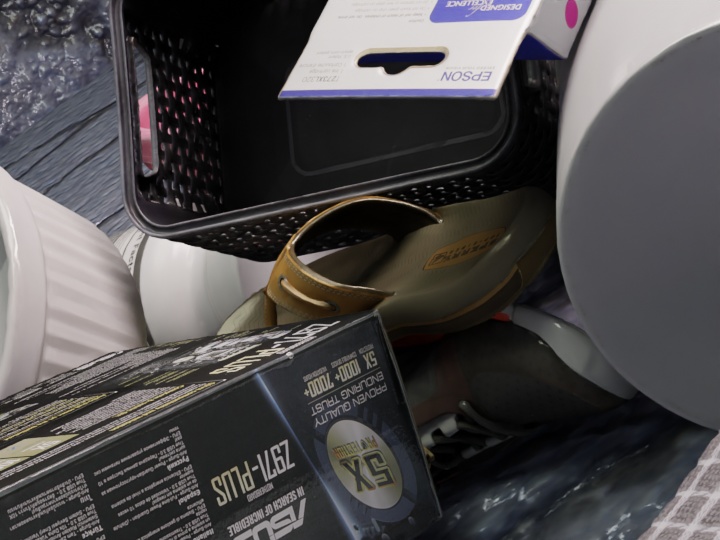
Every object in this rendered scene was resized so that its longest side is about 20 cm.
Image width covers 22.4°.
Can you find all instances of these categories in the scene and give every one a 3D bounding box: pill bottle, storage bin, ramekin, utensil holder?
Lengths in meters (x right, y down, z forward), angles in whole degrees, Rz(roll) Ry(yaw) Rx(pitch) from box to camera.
[{"bbox_3d":[-0.103,0.026,1.039,0.200,0.116,0.116,-19,21,40],"label":"pill bottle"},{"bbox_3d":[-0.005,-0.088,0.833,0.200,0.135,0.094,-11,-12,26],"label":"storage bin"},{"bbox_3d":[-0.187,0.048,0.873,0.202,0.094,0.203,-19,62,41],"label":"ramekin"},{"bbox_3d":[0.152,-0.054,0.677,0.170,0.170,0.200,-28,18,20],"label":"utensil holder"}]

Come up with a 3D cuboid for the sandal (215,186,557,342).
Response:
[{"bbox_3d":[0.000,0.000,0.757,0.200,0.054,0.080,-22,32,46],"label":"sandal"}]

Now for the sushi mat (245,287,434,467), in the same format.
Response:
[{"bbox_3d":[-0.035,0.079,0.795,0.096,0.012,0.200,-60,29,6],"label":"sushi mat"}]

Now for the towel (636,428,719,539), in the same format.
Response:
[{"bbox_3d":[0.148,0.073,0.457,0.200,0.086,0.166,-41,16,-24],"label":"towel"}]

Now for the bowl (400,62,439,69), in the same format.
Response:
[{"bbox_3d":[0.095,-0.086,0.923,0.201,0.201,0.090,-28,50,18],"label":"bowl"}]

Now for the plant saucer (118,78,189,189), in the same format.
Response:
[{"bbox_3d":[-0.039,-0.096,1.057,0.200,0.051,0.201,-16,19,6],"label":"plant saucer"}]

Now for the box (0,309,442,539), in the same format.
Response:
[{"bbox_3d":[-0.099,0.091,0.658,0.164,0.086,0.200,-11,9,43],"label":"box"}]

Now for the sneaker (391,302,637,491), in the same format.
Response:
[{"bbox_3d":[0.040,0.064,0.772,0.200,0.077,0.082,-10,54,57],"label":"sneaker"}]

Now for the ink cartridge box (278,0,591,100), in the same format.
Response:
[{"bbox_3d":[0.050,-0.130,0.699,0.095,0.037,0.200,3,51,34],"label":"ink cartridge box"}]
